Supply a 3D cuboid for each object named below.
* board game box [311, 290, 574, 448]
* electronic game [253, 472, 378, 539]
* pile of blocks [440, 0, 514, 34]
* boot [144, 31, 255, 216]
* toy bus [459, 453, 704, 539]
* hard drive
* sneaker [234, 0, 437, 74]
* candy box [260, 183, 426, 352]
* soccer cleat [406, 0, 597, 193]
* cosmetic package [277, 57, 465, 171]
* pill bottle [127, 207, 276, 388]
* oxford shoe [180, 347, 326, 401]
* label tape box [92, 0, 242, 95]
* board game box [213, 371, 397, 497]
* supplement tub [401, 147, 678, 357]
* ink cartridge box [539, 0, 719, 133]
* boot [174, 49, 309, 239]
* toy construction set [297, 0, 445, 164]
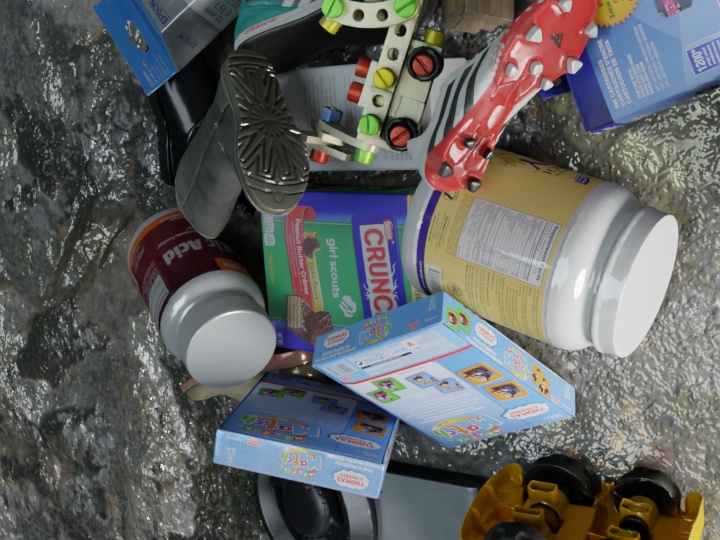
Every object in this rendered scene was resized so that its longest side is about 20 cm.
[{"bbox_3d":[0.079,0.098,0.957,0.151,0.200,0.037,-22,46,37],"label":"board game box"},{"bbox_3d":[-0.053,0.258,1.164,0.200,0.042,0.201,15,111,44],"label":"electronic game"},{"bbox_3d":[0.079,-0.297,0.939,0.201,0.082,0.062,70,158,9],"label":"pile of blocks"},{"bbox_3d":[-0.148,-0.160,1.119,0.162,0.073,0.199,14,116,35],"label":"boot"},{"bbox_3d":[0.209,0.285,0.945,0.199,0.136,0.193,1,115,33],"label":"toy bus"},{"bbox_3d":[0.073,0.307,1.098,0.139,0.033,0.201,3,103,35],"label":"hard drive"},{"bbox_3d":[-0.031,-0.268,1.008,0.199,0.084,0.121,-15,57,7],"label":"sneaker"},{"bbox_3d":[0.000,0.000,1.049,0.199,0.077,0.170,4,104,34],"label":"candy box"},{"bbox_3d":[0.109,-0.153,0.838,0.200,0.068,0.085,-55,37,13],"label":"soccer cleat"},{"bbox_3d":[0.003,-0.149,1.014,0.199,0.071,0.102,4,102,34],"label":"cosmetic package"},{"bbox_3d":[-0.169,0.027,1.108,0.200,0.114,0.115,51,129,47],"label":"pill bottle"},{"bbox_3d":[-0.123,0.132,1.174,0.199,0.071,0.074,-15,95,37],"label":"oxford shoe"},{"bbox_3d":[-0.192,-0.301,1.067,0.200,0.066,0.144,-39,65,11],"label":"label tape box"},{"bbox_3d":[-0.043,0.152,1.006,0.151,0.200,0.037,11,100,6],"label":"board game box"},{"bbox_3d":[0.152,-0.018,0.893,0.199,0.145,0.146,21,113,30],"label":"supplement tub"},{"bbox_3d":[0.231,-0.198,0.838,0.200,0.076,0.137,-21,89,39],"label":"ink cartridge box"},{"bbox_3d":[-0.124,-0.086,0.992,0.200,0.072,0.183,-47,46,47],"label":"boot"},{"bbox_3d":[0.002,-0.172,0.908,0.131,0.092,0.201,19,120,5],"label":"toy construction set"}]
